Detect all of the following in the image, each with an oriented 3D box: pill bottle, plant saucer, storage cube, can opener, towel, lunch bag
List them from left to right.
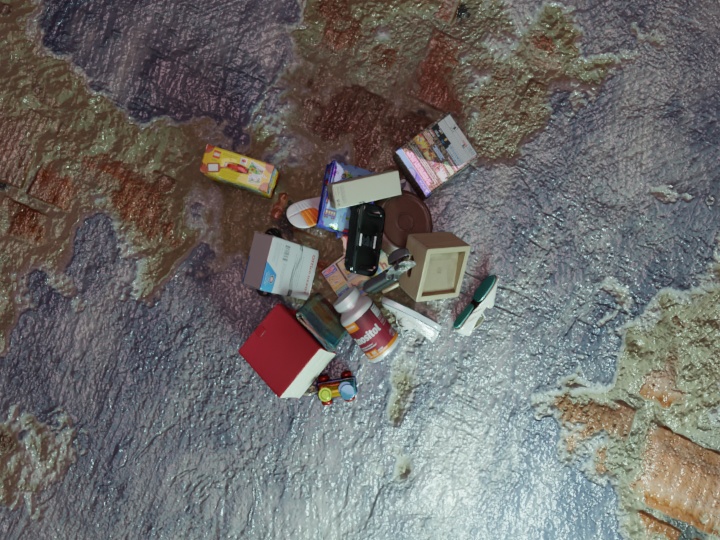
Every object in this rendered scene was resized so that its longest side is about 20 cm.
[{"bbox_3d":[-0.200,0.227,1.633,0.179,0.171,0.201,42,89,18],"label":"storage cube"},{"bbox_3d":[-0.101,0.140,1.649,0.147,0.200,0.022,46,110,-1],"label":"towel"},{"bbox_3d":[-0.040,-0.194,1.690,0.146,0.094,0.207,13,86,-16],"label":"lunch bag"},{"bbox_3d":[0.013,0.151,1.676,0.112,0.113,0.201,-39,99,-2],"label":"pill bottle"},{"bbox_3d":[0.077,0.000,1.632,0.052,0.198,0.069,5,66,-37],"label":"can opener"},{"bbox_3d":[0.124,-0.136,1.689,0.194,0.034,0.208,2,84,-16],"label":"plant saucer"}]

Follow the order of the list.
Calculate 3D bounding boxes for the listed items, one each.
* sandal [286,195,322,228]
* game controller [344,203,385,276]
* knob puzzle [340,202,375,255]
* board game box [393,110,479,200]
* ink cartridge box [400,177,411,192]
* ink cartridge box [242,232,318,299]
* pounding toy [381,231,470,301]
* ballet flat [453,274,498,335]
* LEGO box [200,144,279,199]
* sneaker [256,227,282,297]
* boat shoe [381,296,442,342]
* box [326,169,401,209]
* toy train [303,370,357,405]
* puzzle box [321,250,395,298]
[{"bbox_3d":[-0.125,-0.175,1.729,0.202,0.059,0.081,-22,86,-24],"label":"sandal"},{"bbox_3d":[0.011,-0.087,1.662,0.101,0.042,0.207,9,103,6],"label":"game controller"},{"bbox_3d":[0.034,-0.107,1.740,0.212,0.030,0.228,0,88,-1],"label":"knob puzzle"},{"bbox_3d":[0.220,-0.333,1.716,0.198,0.097,0.161,-36,89,-2],"label":"board game box"},{"bbox_3d":[0.120,-0.163,1.728,0.097,0.039,0.206,-18,90,-18],"label":"ink cartridge box"},{"bbox_3d":[-0.221,-0.010,1.647,0.082,0.198,0.150,12,87,37],"label":"ink cartridge box"},{"bbox_3d":[0.182,-0.001,1.665,0.179,0.142,0.206,-5,118,-30],"label":"pounding toy"},{"bbox_3d":[0.353,0.107,1.728,0.069,0.069,0.202,36,92,0],"label":"ballet flat"},{"bbox_3d":[-0.341,-0.280,1.679,0.194,0.149,0.080,17,88,-1],"label":"LEGO box"},{"bbox_3d":[-0.276,-0.025,1.708,0.073,0.079,0.207,7,89,-1],"label":"sneaker"},{"bbox_3d":[0.137,0.155,1.718,0.198,0.075,0.088,28,90,-10],"label":"boat shoe"},{"bbox_3d":[0.009,-0.226,1.621,0.194,0.082,0.071,-13,103,-12],"label":"box"},{"bbox_3d":[-0.106,0.351,1.680,0.193,0.116,0.088,-9,88,-1],"label":"toy train"},{"bbox_3d":[0.000,0.000,1.718,0.198,0.025,0.135,-36,95,5],"label":"puzzle box"}]
